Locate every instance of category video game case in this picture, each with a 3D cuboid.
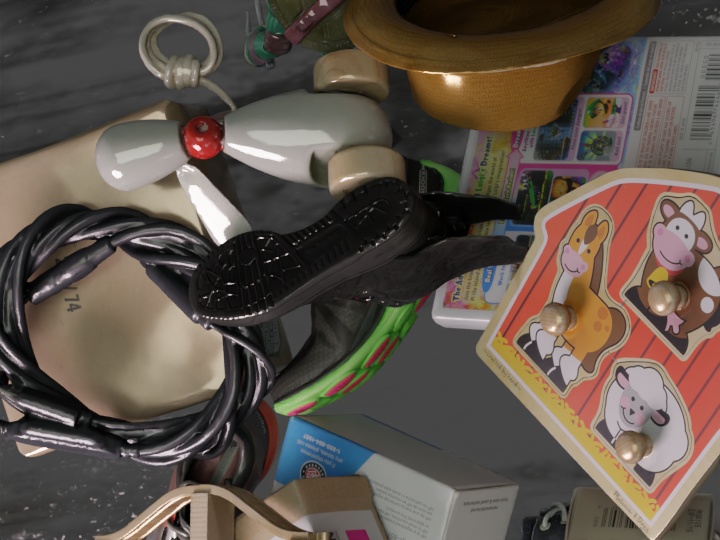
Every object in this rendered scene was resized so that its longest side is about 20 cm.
[{"bbox_3d":[0.147,-0.055,1.404,0.181,0.024,0.201,3,71,29],"label":"video game case"}]

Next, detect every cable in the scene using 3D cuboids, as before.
[{"bbox_3d":[-0.149,0.043,1.437,0.198,0.051,0.165,8,88,9],"label":"cable"}]

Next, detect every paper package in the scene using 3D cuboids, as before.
[{"bbox_3d":[-0.167,0.003,1.510,0.189,0.103,0.201,-18,89,15],"label":"paper package"}]

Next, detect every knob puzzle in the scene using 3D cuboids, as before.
[{"bbox_3d":[0.161,0.028,1.294,0.219,0.030,0.222,3,94,44],"label":"knob puzzle"}]

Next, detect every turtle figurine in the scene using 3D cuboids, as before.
[{"bbox_3d":[-0.021,-0.175,1.464,0.149,0.101,0.200,-36,93,18],"label":"turtle figurine"}]

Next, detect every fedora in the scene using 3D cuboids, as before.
[{"bbox_3d":[0.090,-0.143,1.384,0.199,0.201,0.082,4,124,14],"label":"fedora"}]

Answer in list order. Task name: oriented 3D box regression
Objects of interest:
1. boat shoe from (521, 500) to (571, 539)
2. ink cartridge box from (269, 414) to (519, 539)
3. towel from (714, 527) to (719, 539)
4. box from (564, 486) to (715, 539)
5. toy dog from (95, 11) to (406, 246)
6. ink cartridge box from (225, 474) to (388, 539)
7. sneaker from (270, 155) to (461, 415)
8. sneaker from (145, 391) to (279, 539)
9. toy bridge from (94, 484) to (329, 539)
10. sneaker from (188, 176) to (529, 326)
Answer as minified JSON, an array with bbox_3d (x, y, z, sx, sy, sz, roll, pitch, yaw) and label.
[{"bbox_3d":[0.136,0.186,1.469,0.068,0.072,0.200,47,111,5],"label":"boat shoe"},{"bbox_3d":[0.005,0.213,1.471,0.144,0.083,0.202,21,101,35],"label":"ink cartridge box"},{"bbox_3d":[0.195,0.271,1.476,0.200,0.034,0.133,-44,83,14],"label":"towel"},{"bbox_3d":[0.176,0.244,1.396,0.094,0.078,0.202,1,111,11],"label":"box"},{"bbox_3d":[-0.059,-0.077,1.416,0.198,0.096,0.133,13,69,15],"label":"toy dog"},{"bbox_3d":[-0.038,0.254,1.401,0.164,0.075,0.201,-38,64,31],"label":"ink cartridge box"},{"bbox_3d":[-0.001,0.011,1.489,0.084,0.077,0.201,35,92,14],"label":"sneaker"},{"bbox_3d":[-0.117,0.181,1.523,0.077,0.082,0.202,17,98,12],"label":"sneaker"},{"bbox_3d":[-0.093,0.168,1.388,0.199,0.027,0.068,-8,78,41],"label":"toy bridge"},{"bbox_3d":[-0.001,-0.003,1.389,0.199,0.104,0.060,-24,61,21],"label":"sneaker"}]
